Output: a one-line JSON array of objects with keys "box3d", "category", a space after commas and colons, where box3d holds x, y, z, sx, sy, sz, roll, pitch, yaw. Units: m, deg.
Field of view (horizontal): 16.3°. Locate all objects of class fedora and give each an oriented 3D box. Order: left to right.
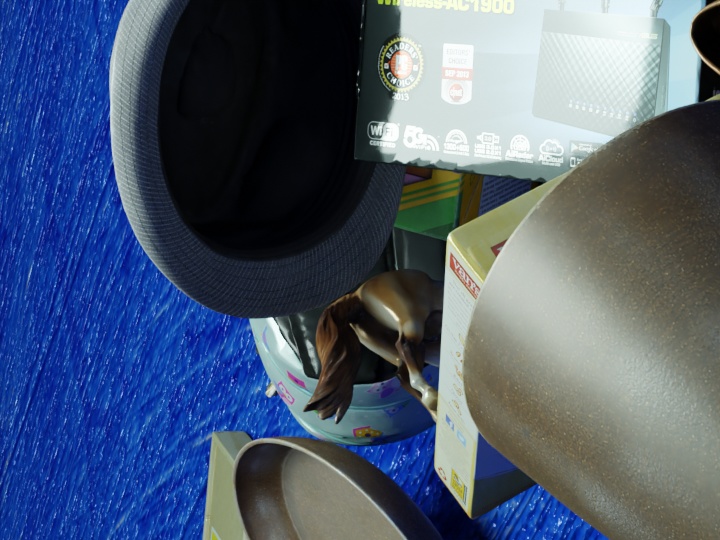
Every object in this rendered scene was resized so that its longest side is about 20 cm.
[{"box3d": [-0.065, -0.082, 1.272, 0.090, 0.176, 0.201, 15, 115, 54], "category": "fedora"}]

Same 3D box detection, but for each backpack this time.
[{"box3d": [0.000, 0.000, 1.490, 0.127, 0.166, 0.201, 77, 179, -60], "category": "backpack"}]

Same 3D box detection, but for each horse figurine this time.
[{"box3d": [0.050, 0.042, 1.298, 0.050, 0.199, 0.133, -62, 40, 27], "category": "horse figurine"}]

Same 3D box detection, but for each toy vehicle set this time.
[{"box3d": [-0.093, 0.233, 1.884, 0.124, 0.026, 0.201, -136, 50, -68], "category": "toy vehicle set"}]

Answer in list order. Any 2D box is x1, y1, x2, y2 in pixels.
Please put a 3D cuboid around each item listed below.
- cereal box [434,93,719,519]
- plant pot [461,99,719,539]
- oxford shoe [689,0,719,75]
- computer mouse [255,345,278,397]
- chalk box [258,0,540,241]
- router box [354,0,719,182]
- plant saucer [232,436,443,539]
[{"box3d": [0.103, 0.020, 1.120, 0.040, 0.143, 0.200, 54, 162, 27], "category": "cereal box"}, {"box3d": [0.171, 0.063, 0.995, 0.200, 0.186, 0.188, 48, 135, 42], "category": "plant pot"}, {"box3d": [0.199, -0.078, 1.039, 0.200, 0.071, 0.072, -150, 65, -65], "category": "oxford shoe"}, {"box3d": [-0.070, 0.019, 1.719, 0.200, 0.046, 0.141, -65, -24, -84], "category": "computer mouse"}, {"box3d": [-0.005, -0.106, 1.378, 0.199, 0.125, 0.125, 16, 110, 24], "category": "chalk box"}, {"box3d": [0.094, -0.118, 1.200, 0.199, 0.062, 0.151, 8, 98, 36], "category": "router box"}, {"box3d": [0.002, 0.176, 1.505, 0.200, 0.034, 0.201, 38, 149, 28], "category": "plant saucer"}]
